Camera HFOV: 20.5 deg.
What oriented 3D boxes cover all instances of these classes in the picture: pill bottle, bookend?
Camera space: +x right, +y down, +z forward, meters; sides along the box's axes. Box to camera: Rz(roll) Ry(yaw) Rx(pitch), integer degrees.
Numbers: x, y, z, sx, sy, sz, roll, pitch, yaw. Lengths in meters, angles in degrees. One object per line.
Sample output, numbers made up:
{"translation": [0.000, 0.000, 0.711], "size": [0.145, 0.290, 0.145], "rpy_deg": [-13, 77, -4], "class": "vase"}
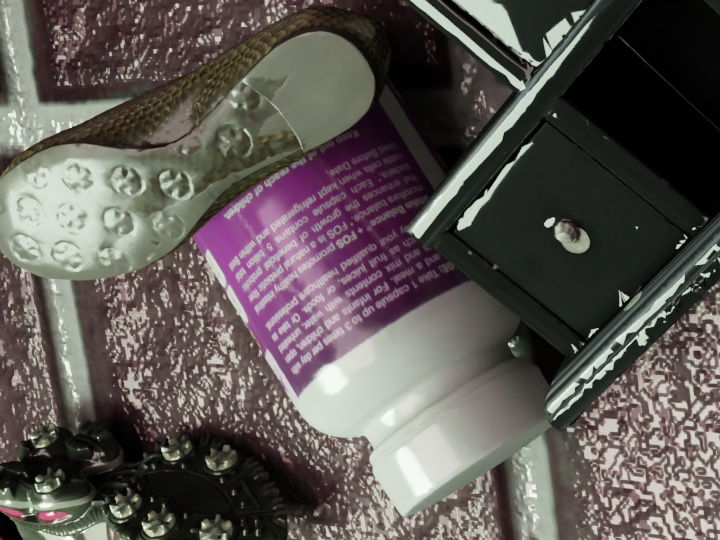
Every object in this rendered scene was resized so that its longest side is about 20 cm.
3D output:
{"translation": [0.000, 0.000, 0.859], "size": [0.112, 0.112, 0.200], "rpy_deg": [-42, 75, 42], "class": "pill bottle"}
{"translation": [0.068, -0.079, 0.740], "size": [0.200, 0.092, 0.199], "rpy_deg": [40, 132, -1], "class": "bookend"}

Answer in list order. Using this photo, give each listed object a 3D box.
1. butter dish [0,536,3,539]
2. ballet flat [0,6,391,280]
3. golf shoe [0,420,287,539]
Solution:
{"translation": [-0.279, 0.236, 1.167], "size": [0.199, 0.148, 0.200], "rpy_deg": [44, 129, 21], "class": "butter dish"}
{"translation": [-0.070, -0.053, 0.806], "size": [0.199, 0.046, 0.067], "rpy_deg": [-28, 112, 29], "class": "ballet flat"}
{"translation": [-0.106, 0.135, 1.042], "size": [0.199, 0.077, 0.088], "rpy_deg": [8, 130, 43], "class": "golf shoe"}
